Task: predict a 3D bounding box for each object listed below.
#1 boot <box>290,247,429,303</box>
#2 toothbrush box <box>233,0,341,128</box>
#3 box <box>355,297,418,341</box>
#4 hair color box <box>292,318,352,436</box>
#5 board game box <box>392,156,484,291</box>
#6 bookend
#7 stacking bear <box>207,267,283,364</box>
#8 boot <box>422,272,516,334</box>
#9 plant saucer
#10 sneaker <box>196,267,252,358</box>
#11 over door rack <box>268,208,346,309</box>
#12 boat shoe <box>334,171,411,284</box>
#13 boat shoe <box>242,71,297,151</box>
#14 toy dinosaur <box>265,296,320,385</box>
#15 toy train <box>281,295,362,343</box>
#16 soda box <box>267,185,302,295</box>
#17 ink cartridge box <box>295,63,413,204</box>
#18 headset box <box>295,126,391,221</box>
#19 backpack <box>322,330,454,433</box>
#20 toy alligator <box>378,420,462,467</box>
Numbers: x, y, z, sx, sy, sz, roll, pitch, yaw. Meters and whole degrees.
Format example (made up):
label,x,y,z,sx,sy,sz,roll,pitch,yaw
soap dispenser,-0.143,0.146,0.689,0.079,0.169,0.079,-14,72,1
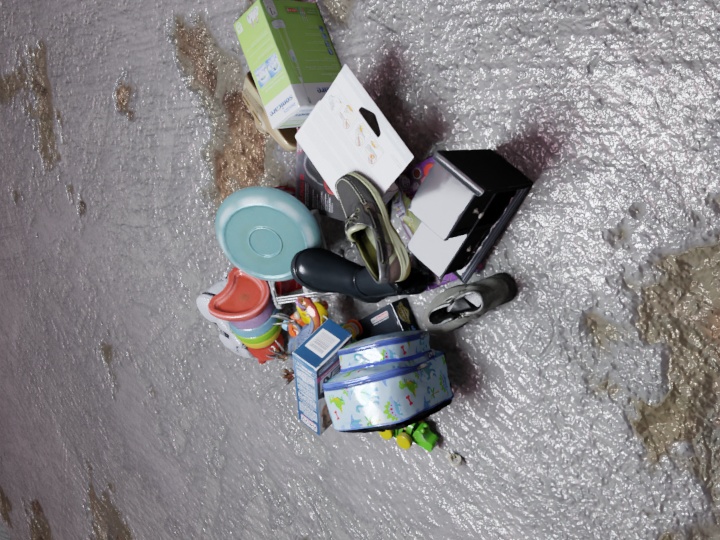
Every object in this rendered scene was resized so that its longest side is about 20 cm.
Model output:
label,x,y,z,sx,sy,sz,roll,pitch,yaw
boot,0.000,0.000,1.335,0.167,0.197,0.078,-18,57,58
toothbrush box,-0.116,-0.364,1.386,0.085,0.144,0.203,-27,83,42
box,0.038,0.162,1.451,0.199,0.046,0.162,-30,80,43
hair color box,-0.064,0.194,1.407,0.060,0.100,0.202,31,144,26
board game box,0.123,-0.078,1.323,0.119,0.032,0.204,-23,85,39
bookend,0.138,-0.072,1.170,0.092,0.199,0.200,41,116,20
stacking bear,-0.209,0.107,1.583,0.112,0.122,0.202,17,147,25
boot,0.145,0.061,1.267,0.199,0.129,0.069,-31,80,42
plant saucer,-0.167,-0.056,1.398,0.196,0.028,0.203,6,127,7
sneaker,-0.263,0.093,1.695,0.074,0.116,0.201,8,141,40
over door rack,-0.117,-0.026,1.469,0.145,0.067,0.203,-8,125,16
boat shoe,0.008,-0.068,1.241,0.203,0.065,0.072,61,140,17
boat shoe,-0.168,-0.295,1.510,0.202,0.070,0.065,60,137,27
toy dinosaur,-0.100,0.121,1.434,0.181,0.197,0.107,-44,50,37
toy train,-0.062,0.115,1.471,0.198,0.056,0.152,31,144,27
soda box,-0.156,-0.060,1.559,0.069,0.063,0.204,18,113,37
ink cartridge box,-0.005,-0.205,1.292,0.202,0.043,0.174,55,129,14
headset box,-0.039,-0.175,1.412,0.198,0.074,0.152,19,114,37
backpack,0.036,0.182,1.288,0.180,0.199,0.150,-16,89,31
toy alligator,0.098,0.286,1.413,0.197,0.059,0.055,23,131,25
